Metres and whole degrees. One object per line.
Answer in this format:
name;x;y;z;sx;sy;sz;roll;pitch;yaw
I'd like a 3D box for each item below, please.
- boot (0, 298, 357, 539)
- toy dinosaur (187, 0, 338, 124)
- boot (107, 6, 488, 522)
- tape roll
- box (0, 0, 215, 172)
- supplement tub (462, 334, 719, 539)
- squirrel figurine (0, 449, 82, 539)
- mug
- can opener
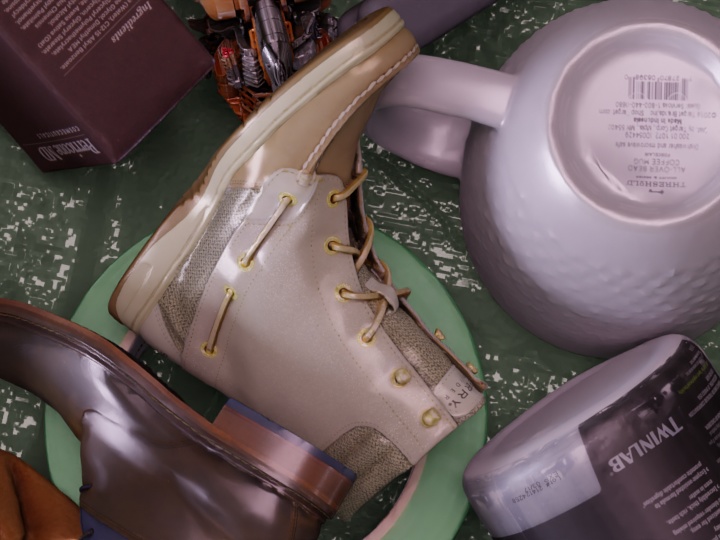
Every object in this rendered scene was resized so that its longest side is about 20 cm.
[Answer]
boot;-0.108;0.084;1.207;0.200;0.075;0.097;24;80;27
toy dinosaur;-0.043;-0.139;1.274;0.102;0.136;0.200;5;123;-14
boot;0.000;0.000;1.205;0.155;0.072;0.200;44;122;5
tape roll;-0.042;0.070;1.288;0.200;0.048;0.201;0;81;0
box;-0.166;-0.139;1.256;0.200;0.100;0.075;47;71;-17
supplement tub;0.143;0.139;1.230;0.122;0.123;0.200;-32;94;-5
squirrel figurine;-0.237;0.115;1.200;0.142;0.187;0.200;-47;73;15
mug;0.094;-0.052;1.244;0.200;0.175;0.148;15;81;3
can opener;0.085;-0.137;1.300;0.200;0.053;0.067;-34;95;-21
